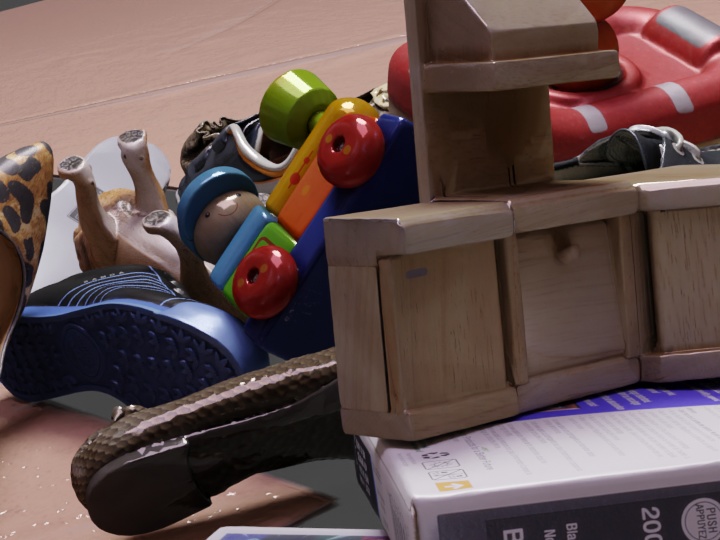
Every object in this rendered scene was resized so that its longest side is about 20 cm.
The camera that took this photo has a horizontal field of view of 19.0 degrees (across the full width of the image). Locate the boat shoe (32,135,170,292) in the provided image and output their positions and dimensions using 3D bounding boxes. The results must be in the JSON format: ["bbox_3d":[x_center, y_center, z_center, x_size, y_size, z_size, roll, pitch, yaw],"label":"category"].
[{"bbox_3d":[-0.180,-0.010,1.278,0.069,0.057,0.200,36,43,8],"label":"boat shoe"}]

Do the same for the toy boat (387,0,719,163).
[{"bbox_3d":[0.109,-0.115,1.102,0.200,0.131,0.130,-16,34,-26],"label":"toy boat"}]

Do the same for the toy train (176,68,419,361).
[{"bbox_3d":[-0.003,-0.063,1.000,0.085,0.200,0.116,27,9,-44],"label":"toy train"}]

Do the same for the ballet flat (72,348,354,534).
[{"bbox_3d":[-0.026,0.058,0.908,0.200,0.067,0.046,-18,41,-8],"label":"ballet flat"}]

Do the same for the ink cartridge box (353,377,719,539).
[{"bbox_3d":[0.105,0.070,0.787,0.200,0.043,0.198,-7,6,-5],"label":"ink cartridge box"}]

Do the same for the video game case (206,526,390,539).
[{"bbox_3d":[-0.003,0.135,0.731,0.200,0.023,0.182,-3,18,27],"label":"video game case"}]

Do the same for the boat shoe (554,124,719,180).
[{"bbox_3d":[0.124,-0.035,0.977,0.200,0.060,0.076,-21,20,-34],"label":"boat shoe"}]

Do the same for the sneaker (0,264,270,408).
[{"bbox_3d":[-0.104,0.030,1.068,0.200,0.070,0.078,5,29,45],"label":"sneaker"}]

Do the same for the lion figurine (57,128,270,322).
[{"bbox_3d":[-0.097,-0.002,1.158,0.072,0.123,0.200,-30,38,-20],"label":"lion figurine"}]

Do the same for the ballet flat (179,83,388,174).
[{"bbox_3d":[-0.037,-0.097,1.456,0.200,0.046,0.067,-12,18,28],"label":"ballet flat"}]

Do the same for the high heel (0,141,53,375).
[{"bbox_3d":[-0.173,0.025,1.005,0.142,0.071,0.200,6,61,54],"label":"high heel"}]

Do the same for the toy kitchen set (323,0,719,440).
[{"bbox_3d":[0.114,-0.033,0.774,0.200,0.164,0.180,-11,8,-41],"label":"toy kitchen set"}]

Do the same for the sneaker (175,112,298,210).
[{"bbox_3d":[-0.058,-0.065,1.357,0.078,0.080,0.200,-20,17,-29],"label":"sneaker"}]
